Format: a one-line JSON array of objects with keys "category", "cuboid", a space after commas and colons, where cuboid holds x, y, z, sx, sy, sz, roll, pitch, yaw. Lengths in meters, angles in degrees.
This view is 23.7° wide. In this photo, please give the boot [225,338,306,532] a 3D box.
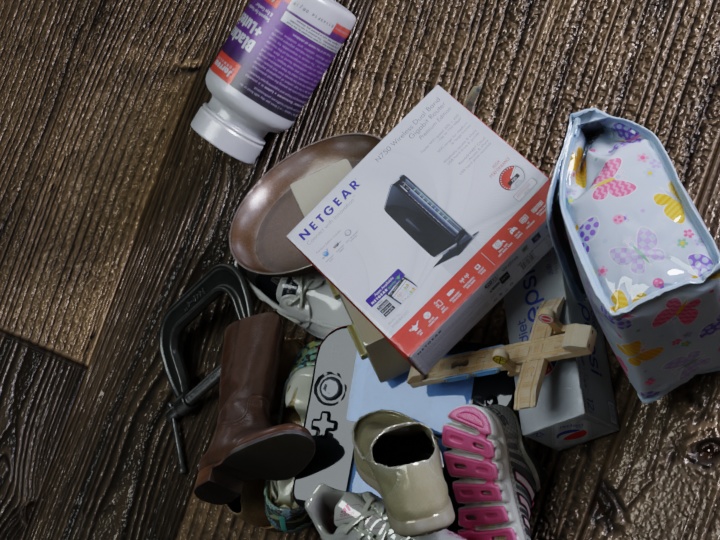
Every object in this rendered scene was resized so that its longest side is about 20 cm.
[{"category": "boot", "cuboid": [-0.093, 0.160, 1.749, 0.073, 0.075, 0.201, -8, 67, 42]}]

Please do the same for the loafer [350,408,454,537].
[{"category": "loafer", "cuboid": [0.038, 0.161, 1.499, 0.200, 0.075, 0.069, -128, 30, -67]}]

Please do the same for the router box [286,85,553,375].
[{"category": "router box", "cuboid": [0.063, -0.038, 1.530, 0.200, 0.049, 0.179, -45, 59, -2]}]

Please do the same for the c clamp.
[{"category": "c clamp", "cuboid": [-0.163, 0.096, 1.848, 0.200, 0.027, 0.171, -47, 53, 38]}]

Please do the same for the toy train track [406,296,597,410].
[{"category": "toy train track", "cuboid": [0.115, 0.071, 1.506, 0.199, 0.033, 0.115, -15, 44, 40]}]

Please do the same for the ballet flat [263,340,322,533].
[{"category": "ballet flat", "cuboid": [-0.054, 0.158, 1.696, 0.074, 0.074, 0.201, -10, 65, 40]}]

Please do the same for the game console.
[{"category": "game console", "cuboid": [0.043, 0.148, 1.604, 0.199, 0.031, 0.178, 7, 76, 19]}]

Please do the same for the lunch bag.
[{"category": "lunch bag", "cuboid": [0.231, -0.017, 1.441, 0.127, 0.170, 0.201, -22, 56, 7]}]

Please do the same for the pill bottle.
[{"category": "pill bottle", "cuboid": [-0.101, -0.223, 1.886, 0.111, 0.111, 0.200, 41, 102, 44]}]

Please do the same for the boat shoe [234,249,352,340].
[{"category": "boat shoe", "cuboid": [-0.057, 0.022, 1.777, 0.200, 0.066, 0.072, 32, 95, 45]}]

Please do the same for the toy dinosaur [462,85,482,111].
[{"category": "toy dinosaur", "cuboid": [0.064, -0.075, 1.609, 0.088, 0.047, 0.201, 4, 81, 23]}]

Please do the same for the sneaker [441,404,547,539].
[{"category": "sneaker", "cuboid": [0.129, 0.208, 1.518, 0.074, 0.087, 0.201, -6, 97, 38]}]

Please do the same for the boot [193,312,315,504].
[{"category": "boot", "cuboid": [-0.092, 0.112, 1.673, 0.186, 0.064, 0.201, -29, 39, 45]}]

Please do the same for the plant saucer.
[{"category": "plant saucer", "cuboid": [-0.044, -0.062, 1.781, 0.199, 0.032, 0.201, -22, 37, 18]}]

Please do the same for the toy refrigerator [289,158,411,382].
[{"category": "toy refrigerator", "cuboid": [0.000, 0.000, 1.616, 0.070, 0.076, 0.200, -25, 57, -2]}]

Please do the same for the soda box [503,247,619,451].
[{"category": "soda box", "cuboid": [0.176, 0.055, 1.548, 0.068, 0.063, 0.201, -24, 58, 31]}]

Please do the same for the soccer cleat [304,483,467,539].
[{"category": "soccer cleat", "cuboid": [0.022, 0.237, 1.502, 0.200, 0.086, 0.070, 8, 53, 51]}]
